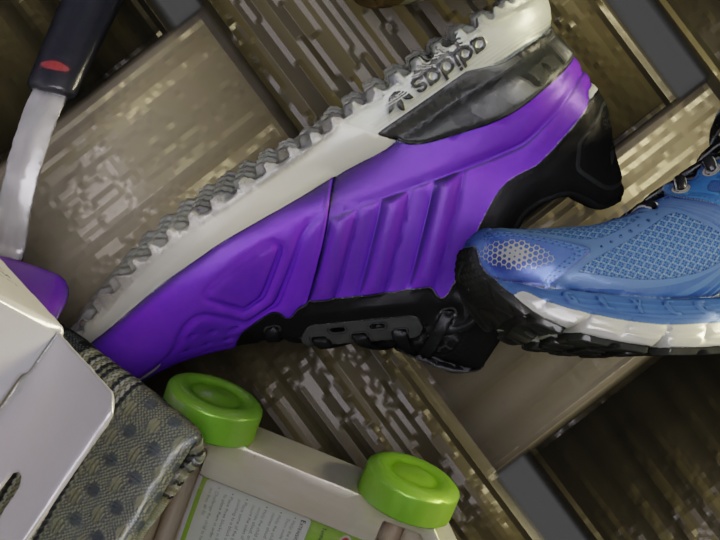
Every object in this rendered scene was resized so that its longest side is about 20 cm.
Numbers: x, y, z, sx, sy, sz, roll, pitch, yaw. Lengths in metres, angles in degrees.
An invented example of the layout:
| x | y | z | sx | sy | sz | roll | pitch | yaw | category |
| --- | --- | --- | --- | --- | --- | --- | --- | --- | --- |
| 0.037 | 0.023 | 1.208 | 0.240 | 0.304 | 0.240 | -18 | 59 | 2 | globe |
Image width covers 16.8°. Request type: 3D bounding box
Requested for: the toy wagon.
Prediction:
| x | y | z | sx | sy | sz | roll | pitch | yaw | category |
| --- | --- | --- | --- | --- | --- | --- | --- | --- | --- |
| -0.019 | 0.128 | 0.799 | 0.199 | 0.040 | 0.156 | 21 | 108 | 0 | toy wagon |

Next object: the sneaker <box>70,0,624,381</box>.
| x | y | z | sx | sy | sz | roll | pitch | yaw | category |
| --- | --- | --- | --- | --- | --- | --- | --- | --- | --- |
| 0.000 | 0.000 | 0.798 | 0.199 | 0.070 | 0.100 | -34 | 97 | 5 | sneaker |

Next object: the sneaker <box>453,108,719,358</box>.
| x | y | z | sx | sy | sz | roll | pitch | yaw | category |
| --- | --- | --- | --- | --- | --- | --- | --- | --- | --- |
| 0.121 | -0.020 | 0.775 | 0.198 | 0.078 | 0.090 | -9 | 90 | -20 | sneaker |

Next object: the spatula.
| x | y | z | sx | sy | sz | roll | pitch | yaw | category |
| --- | --- | --- | --- | --- | --- | --- | --- | --- | --- |
| -0.105 | -0.041 | 0.790 | 0.056 | 0.021 | 0.201 | 13 | 68 | 15 | spatula |

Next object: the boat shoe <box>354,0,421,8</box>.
| x | y | z | sx | sy | sz | roll | pitch | yaw | category |
| --- | --- | --- | --- | --- | --- | --- | --- | --- | --- |
| 0.018 | -0.183 | 0.800 | 0.065 | 0.072 | 0.203 | 0 | 77 | -26 | boat shoe |

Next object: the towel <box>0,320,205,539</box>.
| x | y | z | sx | sy | sz | roll | pitch | yaw | category |
| --- | --- | --- | --- | --- | --- | --- | --- | --- | --- |
| -0.165 | 0.091 | 0.788 | 0.192 | 0.035 | 0.201 | 31 | 88 | 28 | towel |

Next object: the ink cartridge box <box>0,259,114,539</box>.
| x | y | z | sx | sy | sz | roll | pitch | yaw | category |
| --- | --- | --- | --- | --- | --- | --- | --- | --- | --- |
| -0.164 | 0.026 | 0.710 | 0.068 | 0.200 | 0.116 | 32 | 95 | -40 | ink cartridge box |
